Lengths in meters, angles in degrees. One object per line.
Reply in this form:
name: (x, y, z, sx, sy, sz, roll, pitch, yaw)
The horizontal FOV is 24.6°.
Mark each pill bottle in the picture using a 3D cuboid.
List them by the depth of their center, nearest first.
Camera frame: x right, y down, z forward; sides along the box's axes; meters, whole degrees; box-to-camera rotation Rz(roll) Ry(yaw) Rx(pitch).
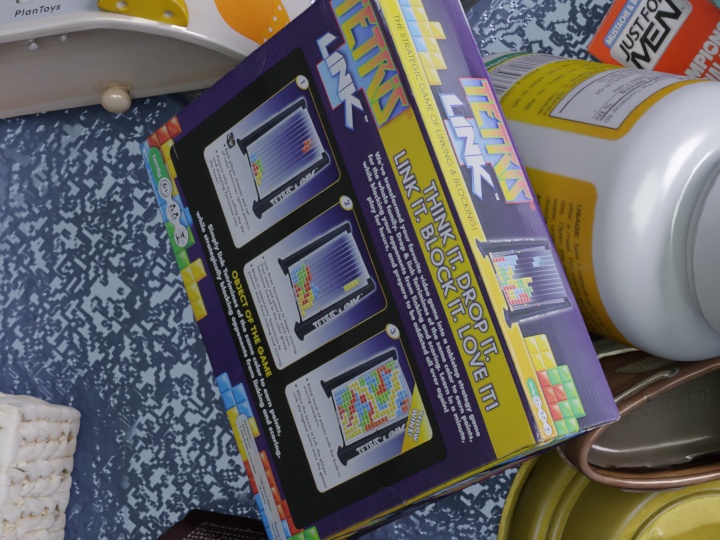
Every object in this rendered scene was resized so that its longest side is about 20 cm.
pill bottle: (0.116, -0.027, 0.692, 0.112, 0.199, 0.114, -8, 106, -32)

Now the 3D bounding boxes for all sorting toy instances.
sorting toy: (-0.127, -0.169, 0.788, 0.197, 0.107, 0.182, -6, 64, 17)

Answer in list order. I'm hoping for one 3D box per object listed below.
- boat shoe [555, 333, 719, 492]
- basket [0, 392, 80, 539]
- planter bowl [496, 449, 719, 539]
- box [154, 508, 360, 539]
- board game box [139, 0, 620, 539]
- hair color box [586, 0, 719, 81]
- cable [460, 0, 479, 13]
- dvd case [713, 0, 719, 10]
boat shoe: (0.177, 0.054, 0.705, 0.198, 0.072, 0.077, -17, 111, 6)
basket: (-0.238, 0.104, 0.773, 0.197, 0.136, 0.125, 13, 85, 5)
planter bowl: (0.161, 0.144, 0.761, 0.197, 0.083, 0.203, 0, 88, 4)
box: (-0.030, 0.212, 0.711, 0.162, 0.200, 0.168, 10, 92, 5)
board game box: (0.000, 0.000, 0.693, 0.165, 0.056, 0.202, -30, 75, 40)
hair color box: (0.214, -0.089, 0.747, 0.199, 0.064, 0.111, 35, 48, 6)
cable: (0.014, -0.114, 0.788, 0.200, 0.050, 0.097, -42, 48, 7)
dvd case: (0.242, -0.116, 0.720, 0.198, 0.022, 0.147, -21, 68, -33)
